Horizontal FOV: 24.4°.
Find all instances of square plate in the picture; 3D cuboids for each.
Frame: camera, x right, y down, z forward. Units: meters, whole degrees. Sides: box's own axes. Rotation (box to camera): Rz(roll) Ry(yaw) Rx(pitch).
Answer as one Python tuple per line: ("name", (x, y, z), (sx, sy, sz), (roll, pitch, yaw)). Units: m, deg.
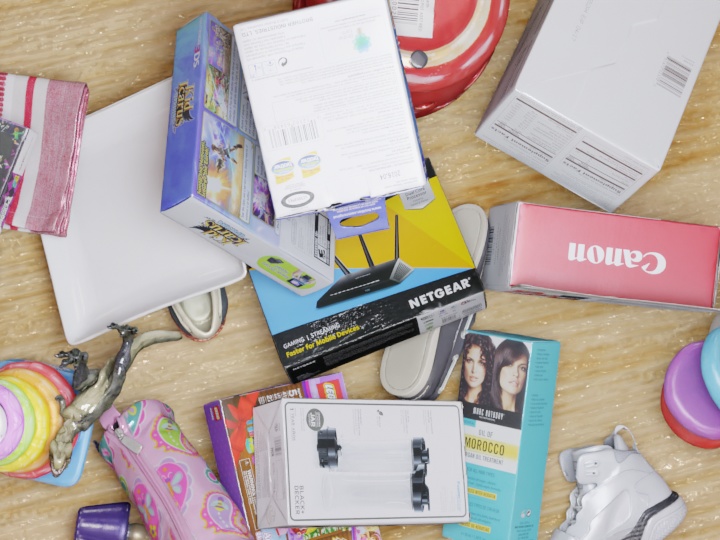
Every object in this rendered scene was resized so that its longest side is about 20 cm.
("square plate", (-0.208, -0.055, 1.535), (0.197, 0.028, 0.202), (-21, 78, 20))

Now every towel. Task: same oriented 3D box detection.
("towel", (-0.357, -0.115, 1.548), (0.198, 0.023, 0.146), (8, 88, 7))

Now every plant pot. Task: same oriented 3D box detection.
("plant pot", (0.042, -0.244, 1.539), (0.198, 0.182, 0.203), (0, 90, -9))

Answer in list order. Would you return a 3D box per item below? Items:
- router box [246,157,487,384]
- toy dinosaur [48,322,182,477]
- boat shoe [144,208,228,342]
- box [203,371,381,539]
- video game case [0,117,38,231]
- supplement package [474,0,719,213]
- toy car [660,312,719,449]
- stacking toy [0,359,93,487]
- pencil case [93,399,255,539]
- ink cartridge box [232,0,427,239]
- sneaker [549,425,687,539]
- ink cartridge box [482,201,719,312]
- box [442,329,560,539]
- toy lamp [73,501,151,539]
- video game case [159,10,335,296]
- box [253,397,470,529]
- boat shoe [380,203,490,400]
("router box", (0.000, 0.000, 1.562), (0.198, 0.051, 0.150), (-21, 67, -2))
("toy dinosaur", (-0.231, 0.093, 1.503), (0.047, 0.089, 0.200), (23, 52, 23))
("boat shoe", (-0.175, -0.030, 1.571), (0.071, 0.063, 0.202), (-18, 91, -4))
("box", (-0.059, 0.206, 1.558), (0.136, 0.039, 0.202), (-11, 84, -33))
("video game case", (-0.418, -0.077, 1.524), (0.198, 0.036, 0.183), (20, 88, 9))
("supplement package", (0.225, -0.188, 1.563), (0.155, 0.111, 0.201), (29, 66, -6))
("toy car", (0.356, 0.108, 1.569), (0.148, 0.200, 0.177), (-11, 73, -1))
("stacking toy", (-0.324, 0.136, 1.479), (0.115, 0.200, 0.111), (10, 90, 13))
("pencil case", (-0.168, 0.207, 1.516), (0.087, 0.088, 0.200), (-34, 58, -5))
("ink cartridge box", (-0.021, -0.126, 1.419), (0.135, 0.076, 0.202), (-12, 97, 5))
("sneaker", (0.210, 0.240, 1.610), (0.199, 0.075, 0.115), (-32, 93, -11))
("ink cartridge box", (0.229, -0.012, 1.561), (0.198, 0.176, 0.085), (6, 89, -7))
("box", (0.133, 0.161, 1.585), (0.049, 0.082, 0.202), (4, 93, -49))
("toy lamp", (-0.170, 0.254, 1.574), (0.198, 0.058, 0.059), (9, 89, -9))
("video game case", (-0.095, -0.103, 1.499), (0.181, 0.045, 0.202), (33, 47, -40))
("box", (0.002, 0.180, 1.542), (0.198, 0.060, 0.118), (3, 77, -31))
("boat shoe", (0.080, 0.034, 1.612), (0.072, 0.063, 0.201), (14, 77, 37))
